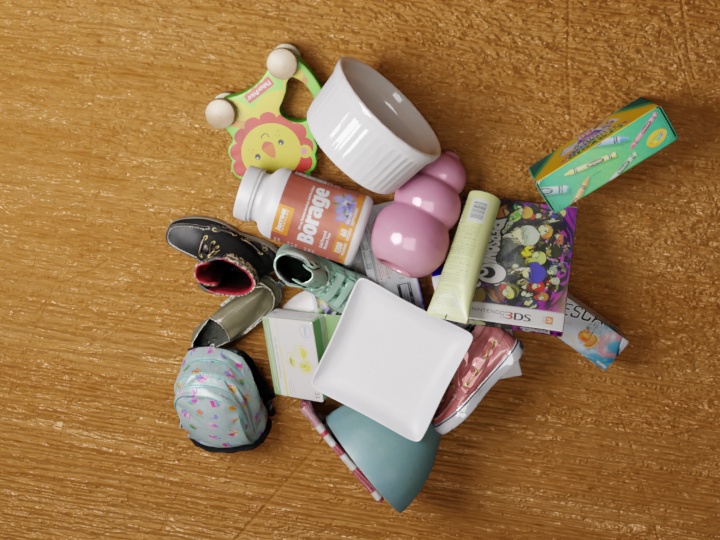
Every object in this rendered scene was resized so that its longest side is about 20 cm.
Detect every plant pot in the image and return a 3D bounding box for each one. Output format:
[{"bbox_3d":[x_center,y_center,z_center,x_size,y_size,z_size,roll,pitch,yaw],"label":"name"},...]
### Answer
[{"bbox_3d":[0.054,0.282,1.344,0.135,0.200,0.201,-39,100,-3],"label":"plant pot"}]

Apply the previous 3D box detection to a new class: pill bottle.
[{"bbox_3d":[-0.089,-0.091,1.239,0.198,0.112,0.113,18,109,-2],"label":"pill bottle"}]

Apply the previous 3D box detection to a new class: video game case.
[{"bbox_3d":[0.231,-0.010,1.231,0.180,0.036,0.202,8,74,14],"label":"video game case"},{"bbox_3d":[0.000,0.000,1.322,0.180,0.023,0.202,-12,100,8],"label":"video game case"}]

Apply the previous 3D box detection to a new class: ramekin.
[{"bbox_3d":[0.015,-0.207,1.178,0.200,0.201,0.098,42,115,-8],"label":"ramekin"}]

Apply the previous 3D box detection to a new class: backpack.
[{"bbox_3d":[-0.236,0.220,1.355,0.165,0.127,0.201,-4,134,3],"label":"backpack"}]

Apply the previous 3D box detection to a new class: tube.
[{"bbox_3d":[0.158,-0.020,1.207,0.052,0.058,0.201,20,78,-3],"label":"tube"}]

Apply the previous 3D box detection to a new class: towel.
[{"bbox_3d":[-0.032,0.299,1.362,0.023,0.144,0.200,-40,91,-5],"label":"towel"}]

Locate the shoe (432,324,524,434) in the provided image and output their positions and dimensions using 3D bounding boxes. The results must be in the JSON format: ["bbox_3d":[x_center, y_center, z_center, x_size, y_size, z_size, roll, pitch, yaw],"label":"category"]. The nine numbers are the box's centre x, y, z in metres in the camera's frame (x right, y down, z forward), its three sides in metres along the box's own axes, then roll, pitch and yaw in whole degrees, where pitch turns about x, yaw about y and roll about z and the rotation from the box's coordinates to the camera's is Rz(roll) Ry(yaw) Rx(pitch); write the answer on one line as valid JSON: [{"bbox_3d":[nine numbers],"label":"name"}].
[{"bbox_3d":[0.163,0.164,1.281,0.091,0.072,0.200,39,104,-4],"label":"shoe"}]

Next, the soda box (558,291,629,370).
[{"bbox_3d":[0.330,0.072,1.291,0.199,0.068,0.064,34,105,-7],"label":"soda box"}]

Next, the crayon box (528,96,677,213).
[{"bbox_3d":[0.352,-0.172,1.186,0.199,0.119,0.058,-32,102,15],"label":"crayon box"}]

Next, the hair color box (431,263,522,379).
[{"bbox_3d":[0.191,0.082,1.318,0.108,0.065,0.202,-12,104,10],"label":"hair color box"}]

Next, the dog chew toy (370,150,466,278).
[{"bbox_3d":[0.098,-0.092,1.235,0.124,0.125,0.201,29,82,-3],"label":"dog chew toy"}]

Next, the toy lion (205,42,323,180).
[{"bbox_3d":[-0.132,-0.224,1.263,0.199,0.069,0.192,-35,108,15],"label":"toy lion"}]

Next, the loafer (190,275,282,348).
[{"bbox_3d":[-0.214,0.086,1.363,0.200,0.070,0.075,-41,99,17],"label":"loafer"}]

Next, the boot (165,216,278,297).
[{"bbox_3d":[-0.235,-0.022,1.288,0.199,0.151,0.074,20,109,0],"label":"boot"}]

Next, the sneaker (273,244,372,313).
[{"bbox_3d":[-0.051,0.028,1.261,0.199,0.118,0.074,29,101,-1],"label":"sneaker"}]

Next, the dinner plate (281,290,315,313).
[{"bbox_3d":[-0.055,0.125,1.383,0.198,0.024,0.202,2,108,7],"label":"dinner plate"}]

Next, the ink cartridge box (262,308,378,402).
[{"bbox_3d":[-0.061,0.144,1.323,0.199,0.048,0.147,4,111,31],"label":"ink cartridge box"}]

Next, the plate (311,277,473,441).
[{"bbox_3d":[0.048,0.138,1.255,0.198,0.032,0.201,26,104,6],"label":"plate"}]
